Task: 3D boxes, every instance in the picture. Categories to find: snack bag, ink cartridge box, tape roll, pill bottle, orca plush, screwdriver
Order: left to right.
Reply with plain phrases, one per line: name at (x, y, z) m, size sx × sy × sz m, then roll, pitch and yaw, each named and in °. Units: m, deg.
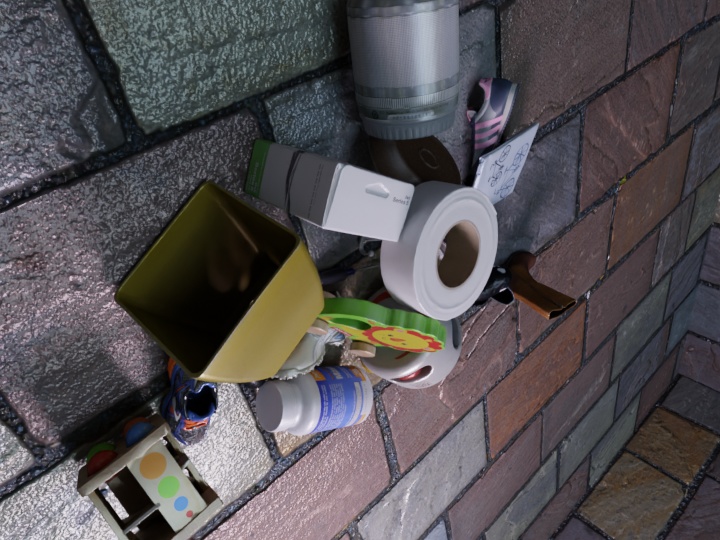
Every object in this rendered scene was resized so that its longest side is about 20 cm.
pill bottle at (-0.082, 0.231, 0.922) m, size 0.199 × 0.112 × 0.113 m, roll 6°, pitch 106°, yaw -45°
ink cartridge box at (-0.047, -0.114, 0.722) m, size 0.144 × 0.199 × 0.085 m, roll 6°, pitch 105°, yaw -43°
screwdriver at (0.000, 0.000, 0.949) m, size 0.198 × 0.028 × 0.029 m, roll -10°, pitch 147°, yaw -41°
tape roll at (0.124, -0.031, 0.782) m, size 0.201 × 0.070 × 0.205 m, roll -15°, pitch 114°, yaw -39°
orca plush at (0.223, 0.025, 1.070) m, size 0.197 × 0.071 × 0.107 m, roll 7°, pitch 95°, yaw -2°
snack bag at (0.284, -0.197, 1.076) m, size 0.199 × 0.021 × 0.190 m, roll -35°, pitch 151°, yaw -29°

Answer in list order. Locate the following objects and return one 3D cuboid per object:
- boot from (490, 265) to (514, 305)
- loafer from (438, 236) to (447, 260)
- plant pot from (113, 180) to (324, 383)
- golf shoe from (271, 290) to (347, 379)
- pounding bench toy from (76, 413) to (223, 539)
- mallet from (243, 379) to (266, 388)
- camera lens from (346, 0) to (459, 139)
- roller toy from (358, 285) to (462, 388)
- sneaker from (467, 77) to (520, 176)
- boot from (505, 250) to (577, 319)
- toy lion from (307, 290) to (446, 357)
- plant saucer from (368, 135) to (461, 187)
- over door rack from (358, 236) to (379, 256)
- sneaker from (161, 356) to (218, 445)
boot at (0.273, -0.003, 1.133) m, size 0.075 × 0.097 × 0.200 m, roll -44°, pitch 123°, yaw 5°
loafer at (0.104, -0.091, 0.880) m, size 0.200 × 0.063 × 0.072 m, roll 45°, pitch 38°, yaw -18°
plant pot at (-0.165, 0.035, 0.705) m, size 0.201 × 0.199 × 0.177 m, roll -53°, pitch 149°, yaw -9°
golf shoe at (-0.089, 0.105, 0.878) m, size 0.200 × 0.078 × 0.098 m, roll -37°, pitch 117°, yaw -49°
pounding bench toy at (-0.311, 0.295, 0.740) m, size 0.124 × 0.199 × 0.157 m, roll -36°, pitch 99°, yaw -27°
mallet at (-0.137, 0.108, 0.869) m, size 0.200 × 0.041 × 0.066 m, roll -50°, pitch 137°, yaw -19°
camera lens at (0.066, -0.314, 0.760) m, size 0.159 × 0.159 × 0.202 m, roll -28°, pitch 126°, yaw -31°
roller toy at (0.093, 0.128, 0.982) m, size 0.139 × 0.182 × 0.201 m, roll 35°, pitch 85°, yaw -49°
sneaker at (0.243, -0.283, 1.021) m, size 0.070 × 0.081 × 0.202 m, roll -56°, pitch 166°, yaw -51°
boot at (0.425, 0.028, 1.234) m, size 0.187 × 0.199 × 0.069 m, roll -18°, pitch 122°, yaw -36°
toy lion at (0.032, 0.089, 0.822) m, size 0.199 × 0.190 × 0.069 m, roll 32°, pitch 62°, yaw -42°
plant saucer at (0.102, -0.175, 0.850) m, size 0.199 × 0.202 × 0.037 m, roll -1°, pitch 151°, yaw -43°
over door rack at (0.078, -0.125, 0.932) m, size 0.147 × 0.066 × 0.202 m, roll -8°, pitch 115°, yaw -42°
sneaker at (-0.247, 0.199, 0.759) m, size 0.075 × 0.079 × 0.202 m, roll -14°, pitch 135°, yaw -31°
